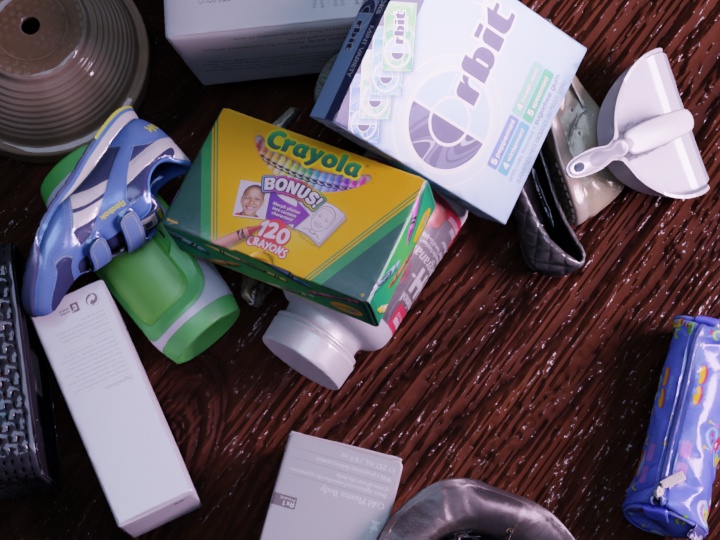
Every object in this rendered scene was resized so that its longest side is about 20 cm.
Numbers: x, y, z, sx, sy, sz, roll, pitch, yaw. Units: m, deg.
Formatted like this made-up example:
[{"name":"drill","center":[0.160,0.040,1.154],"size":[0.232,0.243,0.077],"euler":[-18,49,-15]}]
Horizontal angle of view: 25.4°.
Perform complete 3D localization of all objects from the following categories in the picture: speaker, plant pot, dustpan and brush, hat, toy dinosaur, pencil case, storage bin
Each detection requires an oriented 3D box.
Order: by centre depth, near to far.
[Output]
[{"name":"hat","center":[0.089,0.274,1.349],"size":[0.199,0.081,0.202],"euler":[3,79,-15]},{"name":"storage bin","center":[-0.319,0.091,1.359],"size":[0.093,0.135,0.201],"euler":[-10,76,-5]},{"name":"pencil case","center":[0.287,0.136,1.395],"size":[0.078,0.087,0.201],"euler":[12,73,24]},{"name":"dustpan and brush","center":[0.241,-0.113,1.418],"size":[0.199,0.057,0.140],"euler":[-23,95,-31]},{"name":"speaker","center":[-0.196,-0.017,1.419],"size":[0.088,0.088,0.200],"euler":[-38,80,-11]},{"name":"toy dinosaur","center":[-0.111,-0.064,1.453],"size":[0.088,0.047,0.202],"euler":[14,71,-20]},{"name":"plant pot","center":[-0.294,-0.207,1.461],"size":[0.199,0.093,0.202],"euler":[1,75,-3]}]

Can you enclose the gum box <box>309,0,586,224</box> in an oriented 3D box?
[{"name":"gum box","center":[0.077,-0.158,1.337],"size":[0.199,0.044,0.171],"euler":[27,86,-33]}]

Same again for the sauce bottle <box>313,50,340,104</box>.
[{"name":"sauce bottle","center":[0.050,-0.130,1.424],"size":[0.199,0.064,0.065],"euler":[25,72,-35]}]

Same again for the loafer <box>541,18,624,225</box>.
[{"name":"loafer","center":[0.188,-0.143,1.474],"size":[0.068,0.076,0.201],"euler":[-16,89,-17]}]

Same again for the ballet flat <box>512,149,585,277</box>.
[{"name":"ballet flat","center":[0.155,-0.091,1.435],"size":[0.066,0.057,0.201],"euler":[-30,103,-44]}]

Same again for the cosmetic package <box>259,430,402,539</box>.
[{"name":"cosmetic package","center":[-0.038,0.250,1.354],"size":[0.106,0.090,0.201],"euler":[14,72,2]}]

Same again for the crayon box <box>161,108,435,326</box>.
[{"name":"crayon box","center":[-0.051,-0.046,1.343],"size":[0.199,0.058,0.119],"euler":[20,72,19]}]

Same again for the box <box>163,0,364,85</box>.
[{"name":"box","center":[-0.067,-0.285,1.410],"size":[0.198,0.131,0.201],"euler":[-5,79,7]}]

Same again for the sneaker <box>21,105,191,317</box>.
[{"name":"sneaker","center":[-0.216,-0.042,1.343],"size":[0.082,0.074,0.201],"euler":[29,73,1]}]

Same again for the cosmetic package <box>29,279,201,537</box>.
[{"name":"cosmetic package","center":[-0.209,0.121,1.374],"size":[0.071,0.101,0.201],"euler":[-24,77,-7]}]

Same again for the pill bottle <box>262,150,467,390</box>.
[{"name":"pill bottle","center":[0.000,0.000,1.407],"size":[0.110,0.111,0.201],"euler":[32,77,6]}]
